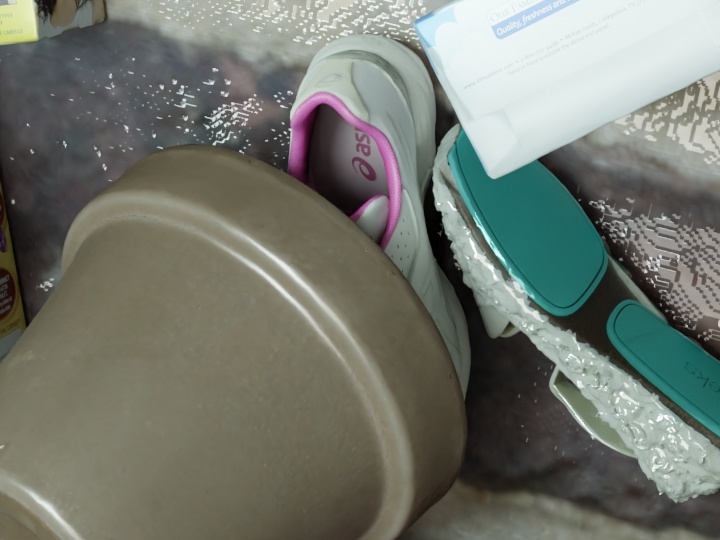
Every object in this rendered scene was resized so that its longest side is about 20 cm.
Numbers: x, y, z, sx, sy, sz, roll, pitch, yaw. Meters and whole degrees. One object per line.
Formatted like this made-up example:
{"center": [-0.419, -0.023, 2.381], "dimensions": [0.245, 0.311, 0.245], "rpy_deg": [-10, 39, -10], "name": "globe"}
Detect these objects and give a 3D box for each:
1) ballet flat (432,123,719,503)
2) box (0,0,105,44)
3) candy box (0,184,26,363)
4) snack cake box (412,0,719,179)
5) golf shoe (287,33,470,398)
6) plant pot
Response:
{"center": [0.092, 0.026, 1.010], "dimensions": [0.200, 0.072, 0.072], "rpy_deg": [47, 111, 2], "name": "ballet flat"}
{"center": [-0.161, -0.203, 1.025], "dimensions": [0.050, 0.075, 0.200], "rpy_deg": [-3, 103, 19], "name": "box"}
{"center": [-0.227, -0.003, 1.101], "dimensions": [0.117, 0.056, 0.200], "rpy_deg": [-5, 103, 17], "name": "candy box"}
{"center": [0.108, -0.104, 0.900], "dimensions": [0.115, 0.200, 0.067], "rpy_deg": [-26, 94, 20], "name": "snack cake box"}
{"center": [0.000, 0.000, 1.016], "dimensions": [0.075, 0.092, 0.200], "rpy_deg": [-6, 102, 16], "name": "golf shoe"}
{"center": [-0.083, 0.076, 0.974], "dimensions": [0.200, 0.175, 0.200], "rpy_deg": [27, 141, 25], "name": "plant pot"}
